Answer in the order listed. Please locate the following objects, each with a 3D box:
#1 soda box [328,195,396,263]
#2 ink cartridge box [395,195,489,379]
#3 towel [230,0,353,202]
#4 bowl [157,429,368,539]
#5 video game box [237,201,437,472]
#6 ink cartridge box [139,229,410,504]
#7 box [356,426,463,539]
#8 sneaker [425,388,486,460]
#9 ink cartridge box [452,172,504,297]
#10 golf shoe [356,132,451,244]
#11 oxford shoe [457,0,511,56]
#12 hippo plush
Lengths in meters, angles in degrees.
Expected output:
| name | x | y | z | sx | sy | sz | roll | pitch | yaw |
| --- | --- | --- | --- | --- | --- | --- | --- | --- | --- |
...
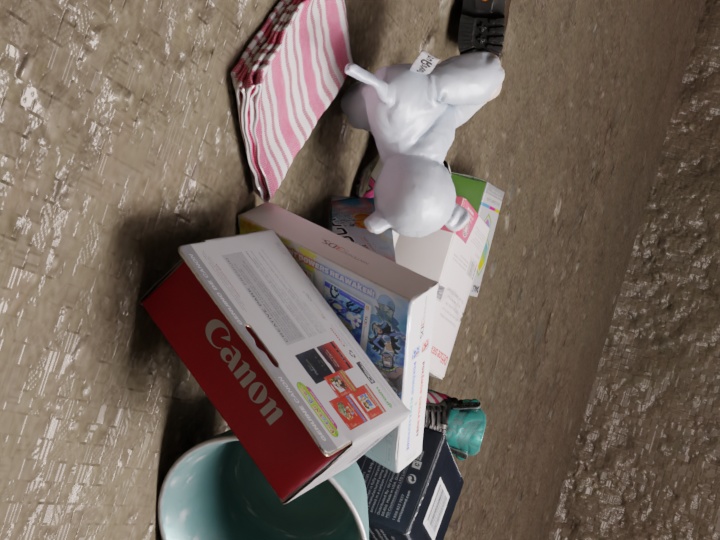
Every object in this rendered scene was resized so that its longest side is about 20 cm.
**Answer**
| name | x | y | z | sx | sy | sz | roll | pitch | yaw |
| --- | --- | --- | --- | --- | --- | --- | --- | --- | --- |
| soda box | 0.000 | 0.000 | 1.323 | 0.201 | 0.063 | 0.069 | -95 | -171 | -61 |
| ink cartridge box | 0.078 | 0.016 | 1.635 | 0.146 | 0.082 | 0.202 | 38 | 69 | -69 |
| towel | -0.052 | -0.178 | 1.212 | 0.147 | 0.030 | 0.201 | 83 | 29 | -49 |
| bowl | -0.072 | 0.212 | 1.223 | 0.105 | 0.198 | 0.203 | -53 | 153 | -59 |
| video game box | -0.026 | 0.057 | 1.207 | 0.047 | 0.199 | 0.184 | -33 | 137 | -41 |
| ink cartridge box | -0.075 | 0.073 | 1.081 | 0.084 | 0.201 | 0.175 | -41 | 169 | 20 |
| box | -0.012 | 0.206 | 1.362 | 0.149 | 0.198 | 0.108 | 66 | 43 | -62 |
| sneaker | 0.103 | 0.204 | 1.788 | 0.200 | 0.119 | 0.085 | -1 | 107 | -69 |
| ink cartridge box | 0.127 | -0.020 | 1.775 | 0.104 | 0.059 | 0.203 | 14 | 92 | -71 |
| golf shoe | 0.047 | -0.098 | 1.455 | 0.072 | 0.091 | 0.203 | -13 | 118 | -69 |
| oxford shoe | 0.152 | -0.344 | 1.608 | 0.084 | 0.072 | 0.203 | -58 | 163 | -79 |
| hippo plush | 0.069 | -0.116 | 1.294 | 0.200 | 0.157 | 0.163 | -176 | -104 | -87 |
